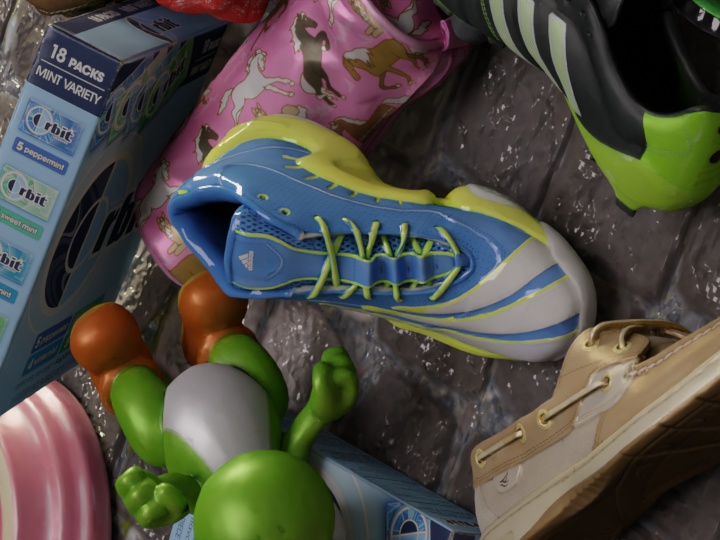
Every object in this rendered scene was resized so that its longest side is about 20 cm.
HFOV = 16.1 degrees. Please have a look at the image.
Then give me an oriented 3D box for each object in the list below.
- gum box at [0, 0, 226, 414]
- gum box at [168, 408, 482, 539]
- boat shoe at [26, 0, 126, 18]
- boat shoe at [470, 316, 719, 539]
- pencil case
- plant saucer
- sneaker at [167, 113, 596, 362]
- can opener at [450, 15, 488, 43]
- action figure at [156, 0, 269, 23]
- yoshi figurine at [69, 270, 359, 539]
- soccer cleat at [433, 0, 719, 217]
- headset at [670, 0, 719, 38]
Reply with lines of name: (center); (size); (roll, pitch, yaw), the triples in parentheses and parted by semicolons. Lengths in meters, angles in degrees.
gum box: (-0.145, -0.035, 1.284); (0.044, 0.170, 0.201); (25, 106, 8)
gum box: (-0.025, 0.168, 1.185); (0.200, 0.044, 0.171); (24, 100, 51)
boat shoe: (-0.139, -0.167, 1.342); (0.200, 0.071, 0.068); (-86, -17, -65)
boat shoe: (0.107, 0.053, 1.026); (0.200, 0.073, 0.070); (-42, 57, 38)
pencil case: (-0.027, -0.074, 1.215); (0.200, 0.086, 0.083); (-49, 18, 33)
plant saucer: (-0.213, 0.155, 1.416); (0.200, 0.051, 0.202); (-16, 70, 49)
sneaker: (0.000, 0.000, 1.107); (0.199, 0.105, 0.076); (23, 123, 29)
can opener: (0.048, -0.189, 1.187); (0.067, 0.053, 0.201); (106, 156, -64)
action figure: (-0.075, -0.159, 1.247); (0.200, 0.065, 0.052); (-106, 30, -67)
yoshi figurine: (-0.056, 0.080, 1.129); (0.113, 0.112, 0.201); (-49, 49, 21)
soccer cleat: (0.089, -0.112, 1.063); (0.200, 0.067, 0.081); (51, 145, 24)
headset: (0.143, -0.187, 1.021); (0.123, 0.094, 0.201); (-36, 67, 40)
